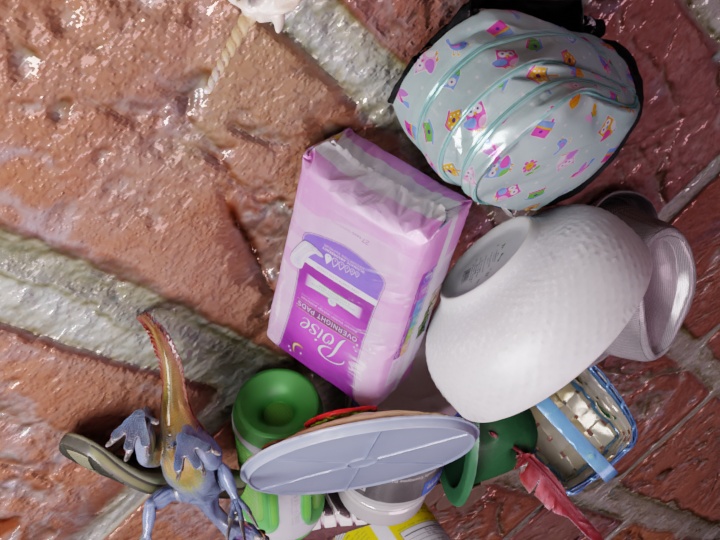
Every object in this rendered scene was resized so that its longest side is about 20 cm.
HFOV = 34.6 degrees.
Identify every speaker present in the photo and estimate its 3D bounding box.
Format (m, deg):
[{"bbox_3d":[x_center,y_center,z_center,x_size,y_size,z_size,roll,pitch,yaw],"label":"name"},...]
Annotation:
[{"bbox_3d":[-0.074,0.177,1.077,0.088,0.088,0.200,-25,146,-21],"label":"speaker"}]

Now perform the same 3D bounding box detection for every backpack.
[{"bbox_3d":[0.119,-0.120,0.855,0.200,0.127,0.167,5,127,-55],"label":"backpack"}]

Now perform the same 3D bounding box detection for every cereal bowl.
[{"bbox_3d":[0.124,0.018,0.905,0.200,0.200,0.083,-42,105,5],"label":"cereal bowl"}]

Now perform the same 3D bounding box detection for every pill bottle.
[{"bbox_3d":[0.034,0.160,1.140,0.114,0.114,0.200,-22,145,-26],"label":"pill bottle"},{"bbox_3d":[0.051,0.322,1.279,0.109,0.200,0.109,-26,146,-19],"label":"pill bottle"}]

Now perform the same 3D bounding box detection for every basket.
[{"bbox_3d":[0.213,0.158,1.272,0.139,0.176,0.200,-42,167,7],"label":"basket"}]

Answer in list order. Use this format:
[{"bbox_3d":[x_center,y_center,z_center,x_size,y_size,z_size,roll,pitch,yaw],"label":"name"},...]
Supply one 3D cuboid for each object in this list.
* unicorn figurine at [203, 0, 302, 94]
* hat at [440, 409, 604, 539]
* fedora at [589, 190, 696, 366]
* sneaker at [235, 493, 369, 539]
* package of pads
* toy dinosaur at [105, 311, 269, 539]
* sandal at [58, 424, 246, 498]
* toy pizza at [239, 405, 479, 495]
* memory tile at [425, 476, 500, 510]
[{"bbox_3d":[-0.023,-0.188,0.617,0.200,0.137,0.074,-21,145,-27],"label":"unicorn figurine"},{"bbox_3d":[0.176,0.161,1.178,0.176,0.166,0.200,1,136,-8],"label":"hat"},{"bbox_3d":[0.276,0.021,1.169,0.177,0.090,0.200,-14,115,-39],"label":"fedora"},{"bbox_3d":[-0.056,0.267,1.236,0.200,0.076,0.116,-5,141,-28],"label":"sneaker"},{"bbox_3d":[0.000,0.000,0.894,0.076,0.120,0.200,-39,156,-42],"label":"package of pads"},{"bbox_3d":[-0.118,0.157,0.915,0.105,0.200,0.182,4,162,13],"label":"toy dinosaur"},{"bbox_3d":[-0.172,0.154,0.975,0.201,0.080,0.057,23,81,-54],"label":"sandal"},{"bbox_3d":[-0.001,0.144,0.954,0.200,0.032,0.200,-9,158,-4],"label":"toy pizza"},{"bbox_3d":[0.128,0.242,1.433,0.153,0.017,0.200,-50,146,17],"label":"memory tile"}]
